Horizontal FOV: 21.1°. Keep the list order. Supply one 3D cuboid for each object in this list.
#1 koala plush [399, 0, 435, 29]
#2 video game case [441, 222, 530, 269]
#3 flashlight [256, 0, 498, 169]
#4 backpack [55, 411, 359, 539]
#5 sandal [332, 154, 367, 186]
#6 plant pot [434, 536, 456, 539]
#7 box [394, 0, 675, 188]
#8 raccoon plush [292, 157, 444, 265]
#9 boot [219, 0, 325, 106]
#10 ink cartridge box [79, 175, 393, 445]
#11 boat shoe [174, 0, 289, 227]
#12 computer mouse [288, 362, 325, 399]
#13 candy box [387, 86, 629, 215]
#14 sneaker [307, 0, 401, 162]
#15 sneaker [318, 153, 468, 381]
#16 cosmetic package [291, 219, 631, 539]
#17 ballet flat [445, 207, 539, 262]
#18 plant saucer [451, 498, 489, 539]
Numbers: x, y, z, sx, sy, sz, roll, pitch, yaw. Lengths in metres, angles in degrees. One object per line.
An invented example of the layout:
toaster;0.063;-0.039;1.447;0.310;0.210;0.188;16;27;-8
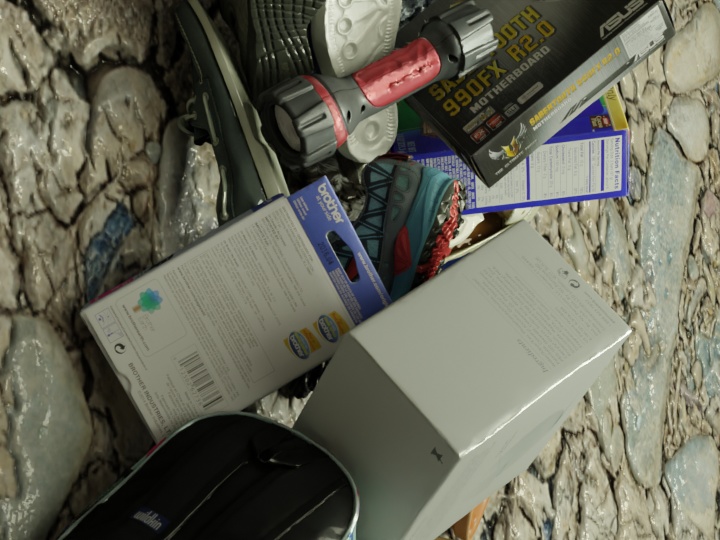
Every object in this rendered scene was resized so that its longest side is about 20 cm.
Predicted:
koala plush;0.083;-0.285;1.689;0.183;0.198;0.179;-24;103;-55
video game case;0.114;-0.034;1.786;0.181;0.045;0.202;46;46;-62
flashlight;0.017;-0.147;1.468;0.199;0.068;0.069;-30;129;-24
backpack;-0.095;0.201;1.316;0.200;0.176;0.151;-48;149;-29
sandal;0.021;-0.046;1.674;0.202;0.057;0.080;57;41;-33
plant pot;-0.012;0.274;1.474;0.199;0.185;0.188;25;62;-36
box;0.130;-0.183;1.560;0.159;0.199;0.048;50;-3;39
raccoon plush;0.000;0.000;1.593;0.096;0.201;0.135;-4;130;-24
boot;-0.075;-0.231;1.465;0.067;0.201;0.131;-10;51;-20
ink cartridge box;-0.085;0.029;1.379;0.120;0.199;0.042;61;-1;-9
boat shoe;-0.111;-0.116;1.478;0.073;0.061;0.202;41;26;-76
computer mouse;0.012;0.101;1.647;0.200;0.044;0.111;42;46;-37
candy box;0.118;-0.130;1.647;0.170;0.198;0.078;-100;-176;-49
sneaker;-0.034;-0.193;1.552;0.080;0.146;0.202;-18;117;-28
sneaker;0.007;0.002;1.472;0.079;0.095;0.202;-15;132;-65
cosmetic package;0.059;0.099;1.404;0.123;0.200;0.199;45;49;14
ballet flat;0.102;-0.047;1.656;0.199;0.062;0.068;-33;97;-29
plant saucer;0.110;0.140;1.719;0.200;0.037;0.202;16;90;-80
